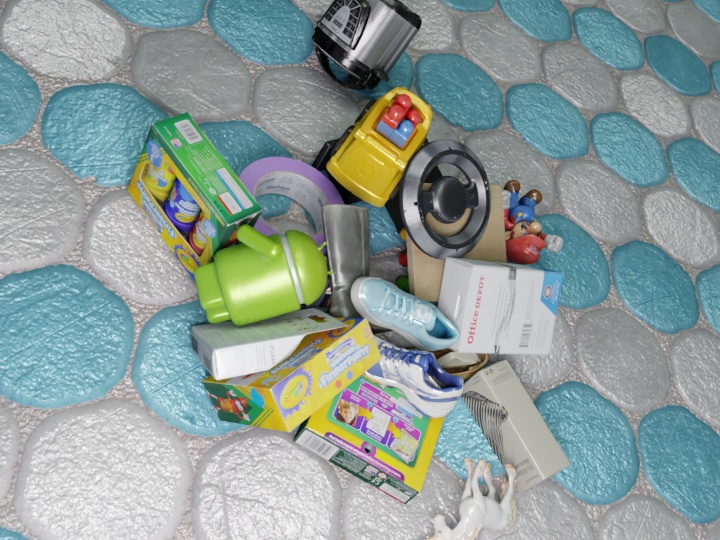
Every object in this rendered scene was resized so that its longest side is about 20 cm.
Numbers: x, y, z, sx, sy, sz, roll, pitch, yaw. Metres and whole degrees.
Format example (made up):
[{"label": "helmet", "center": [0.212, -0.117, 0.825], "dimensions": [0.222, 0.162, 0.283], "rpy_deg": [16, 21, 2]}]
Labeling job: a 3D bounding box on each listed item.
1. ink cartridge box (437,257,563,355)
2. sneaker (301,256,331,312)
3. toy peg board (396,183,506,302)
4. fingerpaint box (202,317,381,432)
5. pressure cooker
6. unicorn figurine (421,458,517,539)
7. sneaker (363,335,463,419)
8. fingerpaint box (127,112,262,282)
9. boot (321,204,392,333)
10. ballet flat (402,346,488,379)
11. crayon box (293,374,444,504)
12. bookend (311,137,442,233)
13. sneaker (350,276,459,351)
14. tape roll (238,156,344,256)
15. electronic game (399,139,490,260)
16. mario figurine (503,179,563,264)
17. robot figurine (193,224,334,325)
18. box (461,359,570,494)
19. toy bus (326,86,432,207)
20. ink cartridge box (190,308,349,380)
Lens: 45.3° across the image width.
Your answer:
[{"label": "ink cartridge box", "center": [0.232, 0.061, 1.458], "dimensions": [0.199, 0.084, 0.146], "rpy_deg": [5, 99, -31]}, {"label": "sneaker", "center": [-0.084, 0.023, 1.405], "dimensions": [0.199, 0.079, 0.080], "rpy_deg": [-3, 55, -31]}, {"label": "toy peg board", "center": [0.148, -0.046, 1.520], "dimensions": [0.199, 0.098, 0.201], "rpy_deg": [-2, 87, -30]}, {"label": "fingerpaint box", "center": [-0.098, 0.145, 1.254], "dimensions": [0.200, 0.166, 0.074], "rpy_deg": [-34, 111, -39]}, {"label": "pressure cooker", "center": [0.004, -0.459, 1.700], "dimensions": [0.178, 0.200, 0.176], "rpy_deg": [33, 17, -16]}, {"label": "unicorn figurine", "center": [0.177, 0.358, 1.311], "dimensions": [0.199, 0.074, 0.138], "rpy_deg": [15, 72, -29]}, {"label": "sneaker", "center": [0.070, 0.142, 1.328], "dimensions": [0.199, 0.088, 0.075], "rpy_deg": [31, 45, -2]}, {"label": "fingerpaint box", "center": [-0.261, -0.109, 1.332], "dimensions": [0.073, 0.167, 0.200], "rpy_deg": [-28, 75, -40]}, {"label": "boot", "center": [0.002, 0.000, 1.393], "dimensions": [0.181, 0.072, 0.201], "rpy_deg": [12, 67, -56]}, {"label": "ballet flat", "center": [0.125, 0.149, 1.438], "dimensions": [0.199, 0.063, 0.069], "rpy_deg": [-2, 63, -28]}, {"label": "crayon box", "center": [0.021, 0.232, 1.331], "dimensions": [0.199, 0.058, 0.173], "rpy_deg": [31, 47, -6]}, {"label": "bookend", "center": [0.046, -0.150, 1.580], "dimensions": [0.198, 0.092, 0.201], "rpy_deg": [-19, 73, -31]}, {"label": "sneaker", "center": [0.077, 0.062, 1.345], "dimensions": [0.199, 0.082, 0.074], "rpy_deg": [30, 62, -31]}, {"label": "tape roll", "center": [-0.126, -0.095, 1.470], "dimensions": [0.199, 0.066, 0.201], "rpy_deg": [13, 55, -19]}, {"label": "electronic game", "center": [0.144, -0.118, 1.441], "dimensions": [0.199, 0.042, 0.202], "rpy_deg": [-2, 94, -37]}, {"label": "mario figurine", "center": [0.328, -0.099, 1.680], "dimensions": [0.123, 0.106, 0.201], "rpy_deg": [-5, 46, 10]}, {"label": "robot figurine", "center": [-0.138, 0.011, 1.266], "dimensions": [0.199, 0.176, 0.116], "rpy_deg": [-17, 56, -4]}, {"label": "box", "center": [0.250, 0.256, 1.422], "dimensions": [0.068, 0.082, 0.201], "rpy_deg": [-16, 66, -35]}, {"label": "toy bus", "center": [0.056, -0.240, 1.459], "dimensions": [0.135, 0.192, 0.200], "rpy_deg": [35, 57, -2]}, {"label": "ink cartridge box", "center": [-0.135, 0.103, 1.259], "dimensions": [0.199, 0.162, 0.057], "rpy_deg": [-4, 99, -22]}]
